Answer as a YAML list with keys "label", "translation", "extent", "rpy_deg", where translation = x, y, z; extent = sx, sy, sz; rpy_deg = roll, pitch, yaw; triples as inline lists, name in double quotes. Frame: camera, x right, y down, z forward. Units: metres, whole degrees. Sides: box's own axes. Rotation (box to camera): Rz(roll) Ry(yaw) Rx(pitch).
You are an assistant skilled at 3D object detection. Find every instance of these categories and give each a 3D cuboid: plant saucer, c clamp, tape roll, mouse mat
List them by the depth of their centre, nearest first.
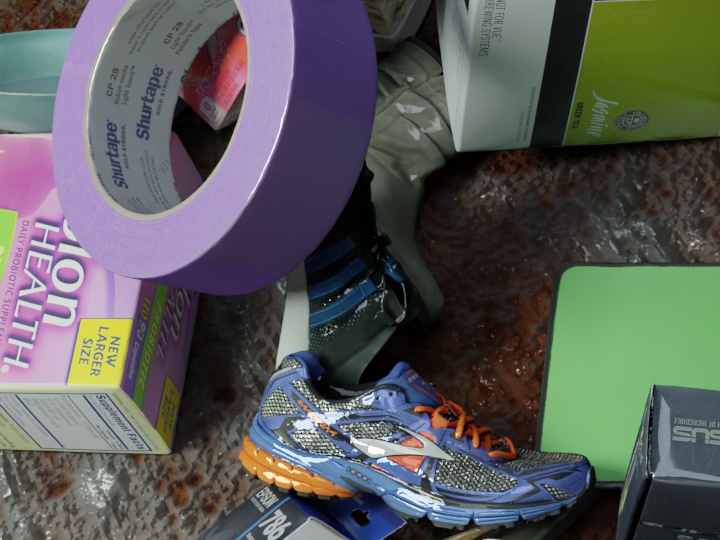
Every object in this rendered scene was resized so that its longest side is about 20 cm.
- label: "c clamp"
  translation: [0.171, 0.149, 0.879]
  extent: [0.200, 0.027, 0.171]
  rpy_deg: [-36, 58, -9]
- label: "tape roll"
  translation: [-0.084, -0.090, 0.887]
  extent: [0.199, 0.065, 0.202]
  rpy_deg: [-13, 71, 41]
- label: "mouse mat"
  translation: [0.202, 0.058, 0.926]
  extent: [0.199, 0.008, 0.162]
  rpy_deg: [0, 51, 15]
- label: "plant saucer"
  translation: [-0.189, -0.125, 1.081]
  extent: [0.198, 0.036, 0.200]
  rpy_deg: [1, 21, 0]

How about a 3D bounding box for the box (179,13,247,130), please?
- label: "box"
  translation: [-0.050, -0.197, 0.982]
  extent: [0.095, 0.200, 0.103]
  rpy_deg: [43, 37, 10]

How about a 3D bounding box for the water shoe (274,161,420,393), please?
- label: "water shoe"
  translation: [0.000, 0.000, 0.931]
  extent: [0.078, 0.201, 0.072]
  rpy_deg: [13, 30, 16]

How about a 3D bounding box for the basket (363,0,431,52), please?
- label: "basket"
  translation: [-0.045, -0.252, 1.120]
  extent: [0.199, 0.124, 0.136]
  rpy_deg: [15, 64, 21]

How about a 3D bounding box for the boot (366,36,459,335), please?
- label: "boot"
  translation: [0.035, -0.064, 1.024]
  extent: [0.130, 0.068, 0.200]
  rpy_deg: [-27, 58, -10]

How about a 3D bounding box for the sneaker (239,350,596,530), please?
- label: "sneaker"
  translation: [0.030, 0.092, 0.884]
  extent: [0.199, 0.075, 0.079]
  rpy_deg: [9, 95, 13]

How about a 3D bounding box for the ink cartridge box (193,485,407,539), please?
- label: "ink cartridge box"
  translation: [-0.074, 0.172, 0.888]
  extent: [0.199, 0.039, 0.099]
  rpy_deg: [-35, 13, -10]

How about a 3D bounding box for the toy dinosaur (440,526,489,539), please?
- label: "toy dinosaur"
  translation: [-0.012, 0.212, 0.880]
  extent: [0.106, 0.060, 0.201]
  rpy_deg: [22, 71, 0]

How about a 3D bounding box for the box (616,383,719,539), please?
- label: "box"
  translation: [0.229, 0.113, 0.788]
  extent: [0.198, 0.158, 0.051]
  rpy_deg: [5, 64, 5]

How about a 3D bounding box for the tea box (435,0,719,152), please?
- label: "tea box"
  translation: [0.151, -0.185, 0.965]
  extent: [0.195, 0.200, 0.134]
  rpy_deg: [-2, 57, -4]

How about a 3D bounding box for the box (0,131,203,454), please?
- label: "box"
  translation: [-0.209, 0.013, 1.012]
  extent: [0.199, 0.097, 0.177]
  rpy_deg: [1, 61, 14]
